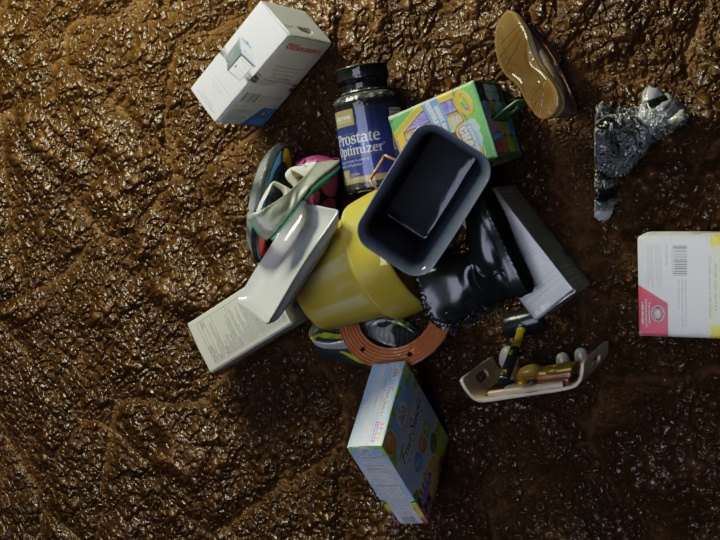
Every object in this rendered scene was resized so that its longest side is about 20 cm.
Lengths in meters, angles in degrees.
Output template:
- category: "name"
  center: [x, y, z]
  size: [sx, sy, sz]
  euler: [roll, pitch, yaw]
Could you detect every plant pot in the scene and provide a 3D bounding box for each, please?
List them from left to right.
- category: "plant pot"
  center: [0.000, 0.000, 1.709]
  size: [0.188, 0.200, 0.203]
  euler: [-27, 84, 25]

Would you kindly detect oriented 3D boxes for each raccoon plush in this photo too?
- category: "raccoon plush"
  center: [0.413, -0.175, 1.583]
  size: [0.132, 0.097, 0.202]
  euler: [2, 126, 14]

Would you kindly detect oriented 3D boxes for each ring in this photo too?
- category: "ring"
  center: [0.059, 0.069, 1.763]
  size: [0.198, 0.019, 0.203]
  euler: [-9, 61, 16]

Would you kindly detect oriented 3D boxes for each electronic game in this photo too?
- category: "electronic game"
  center: [-0.148, -0.112, 1.798]
  size: [0.041, 0.200, 0.203]
  euler: [12, 102, 7]

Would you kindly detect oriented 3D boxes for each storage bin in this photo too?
- category: "storage bin"
  center: [0.087, -0.116, 1.554]
  size: [0.145, 0.134, 0.201]
  euler: [32, 106, 0]

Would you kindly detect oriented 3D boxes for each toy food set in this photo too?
- category: "toy food set"
  center: [0.267, 0.144, 1.640]
  size: [0.198, 0.143, 0.061]
  euler: [-13, 94, 28]

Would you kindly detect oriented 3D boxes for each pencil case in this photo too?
- category: "pencil case"
  center: [-0.080, -0.094, 1.822]
  size: [0.090, 0.093, 0.203]
  euler: [7, 99, 26]

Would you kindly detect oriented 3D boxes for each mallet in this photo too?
- category: "mallet"
  center: [0.243, 0.113, 1.626]
  size: [0.065, 0.200, 0.042]
  euler: [-18, 109, 19]

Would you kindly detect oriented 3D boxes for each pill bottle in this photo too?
- category: "pill bottle"
  center: [0.016, -0.229, 1.745]
  size: [0.111, 0.112, 0.203]
  euler: [-8, 92, 28]

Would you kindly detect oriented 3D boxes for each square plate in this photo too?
- category: "square plate"
  center: [-0.111, -0.013, 1.686]
  size: [0.028, 0.198, 0.201]
  euler: [34, 85, -20]

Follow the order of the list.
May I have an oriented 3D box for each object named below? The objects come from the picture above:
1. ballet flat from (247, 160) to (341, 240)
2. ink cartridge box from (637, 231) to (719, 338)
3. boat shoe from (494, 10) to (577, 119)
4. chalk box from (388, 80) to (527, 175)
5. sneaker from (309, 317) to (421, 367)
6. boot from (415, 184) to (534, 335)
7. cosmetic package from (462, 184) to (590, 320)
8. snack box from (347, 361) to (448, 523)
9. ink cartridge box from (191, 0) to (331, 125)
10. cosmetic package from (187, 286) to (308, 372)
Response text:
- category: "ballet flat"
  center: [-0.106, -0.129, 1.707]
  size: [0.064, 0.200, 0.067]
  euler: [43, 148, -4]
- category: "ink cartridge box"
  center: [0.504, 0.019, 1.537]
  size: [0.198, 0.083, 0.147]
  euler: [1, 97, 27]
- category: "boat shoe"
  center: [0.270, -0.309, 1.632]
  size: [0.072, 0.071, 0.201]
  euler: [-53, 50, 39]
- category: "chalk box"
  center: [0.167, -0.214, 1.662]
  size: [0.198, 0.124, 0.125]
  euler: [-18, 87, 29]
- category: "sneaker"
  center: [0.014, 0.123, 1.819]
  size: [0.197, 0.075, 0.085]
  euler: [7, 145, 11]
- category: "boot"
  center: [0.153, -0.017, 1.606]
  size: [0.161, 0.073, 0.200]
  euler: [-24, 89, 27]
- category: "cosmetic package"
  center: [0.251, -0.030, 1.651]
  size: [0.090, 0.107, 0.201]
  euler: [-39, 80, 25]
- category: "snack box"
  center: [0.064, 0.273, 1.701]
  size: [0.067, 0.170, 0.201]
  euler: [-9, 131, 28]
- category: "ink cartridge box"
  center: [-0.165, -0.342, 1.806]
  size: [0.200, 0.146, 0.086]
  euler: [-47, 73, 23]
- category: "cosmetic package"
  center: [-0.194, 0.088, 1.906]
  size: [0.199, 0.087, 0.104]
  euler: [-30, 84, 26]
